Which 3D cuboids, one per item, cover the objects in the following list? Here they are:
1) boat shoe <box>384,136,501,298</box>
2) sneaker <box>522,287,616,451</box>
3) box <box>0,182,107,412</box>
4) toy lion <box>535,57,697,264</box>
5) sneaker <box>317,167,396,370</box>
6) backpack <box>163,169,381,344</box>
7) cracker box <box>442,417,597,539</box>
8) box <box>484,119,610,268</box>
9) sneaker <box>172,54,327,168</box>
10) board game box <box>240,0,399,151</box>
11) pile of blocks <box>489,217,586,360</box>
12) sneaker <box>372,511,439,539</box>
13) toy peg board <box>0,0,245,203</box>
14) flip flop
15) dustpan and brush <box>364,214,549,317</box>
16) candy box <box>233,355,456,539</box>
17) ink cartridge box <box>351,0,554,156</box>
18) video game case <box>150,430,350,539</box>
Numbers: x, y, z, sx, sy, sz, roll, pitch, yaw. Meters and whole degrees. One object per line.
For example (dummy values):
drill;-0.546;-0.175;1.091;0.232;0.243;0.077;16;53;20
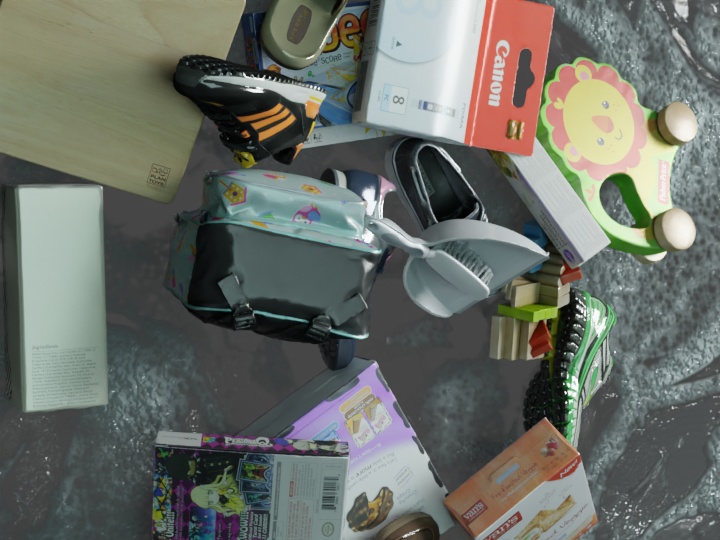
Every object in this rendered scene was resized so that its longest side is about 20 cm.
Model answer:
boat shoe;0.099;-0.052;1.375;0.072;0.068;0.200;-38;111;-19
sneaker;0.237;0.123;1.457;0.085;0.078;0.201;13;89;-28
box;-0.274;0.022;1.197;0.082;0.068;0.201;-2;95;-27
toy lion;0.265;-0.124;1.436;0.191;0.069;0.200;13;70;-23
sneaker;0.000;0.000;1.330;0.082;0.070;0.201;0;97;-25
backpack;-0.087;-0.014;1.217;0.175;0.200;0.154;7;85;-20
cracker box;0.169;0.248;1.377;0.134;0.058;0.200;-38;147;-7
box;0.181;-0.095;1.390;0.041;0.039;0.200;-35;87;-18
sneaker;-0.100;-0.134;1.190;0.200;0.070;0.090;-2;111;-62
board game box;-0.013;-0.196;1.324;0.200;0.034;0.136;-12;100;-25
pile of blocks;0.197;0.006;1.414;0.082;0.062;0.200;28;77;-50
sneaker;0.025;0.306;1.264;0.200;0.075;0.071;-34;131;-39
toy peg board;-0.236;-0.189;1.190;0.200;0.098;0.200;17;99;-27
flip flop;-0.041;-0.280;1.262;0.081;0.058;0.200;24;62;-11
dustpan and brush;0.076;-0.015;1.324;0.200;0.139;0.057;36;38;-28
candy box;-0.017;0.215;1.342;0.168;0.072;0.200;-35;108;-20
ink cartridge box;0.100;-0.206;1.321;0.200;0.047;0.161;9;90;-18
video game case;-0.106;0.251;1.260;0.181;0.036;0.200;3;110;-4
